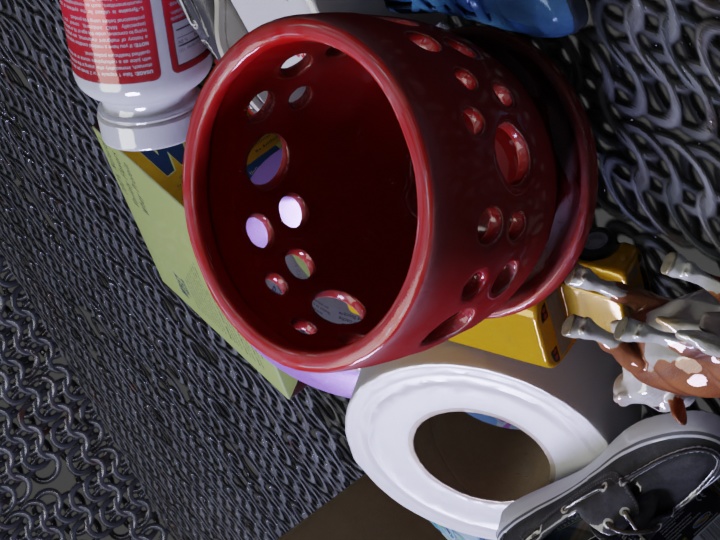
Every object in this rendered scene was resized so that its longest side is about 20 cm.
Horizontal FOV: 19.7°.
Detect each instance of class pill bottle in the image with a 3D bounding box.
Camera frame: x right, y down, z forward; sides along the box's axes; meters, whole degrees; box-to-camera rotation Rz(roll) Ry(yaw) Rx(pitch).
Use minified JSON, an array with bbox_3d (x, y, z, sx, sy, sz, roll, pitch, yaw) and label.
[{"bbox_3d":[-0.174,-0.200,1.600,0.112,0.112,0.201,33,136,52],"label":"pill bottle"}]

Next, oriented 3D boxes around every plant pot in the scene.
[{"bbox_3d":[0.023,-0.050,1.213,0.199,0.182,0.202,6,99,40],"label":"plant pot"}]

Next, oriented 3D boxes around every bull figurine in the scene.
[{"bbox_3d":[0.186,0.041,1.211,0.121,0.066,0.200,24,164,-19],"label":"bull figurine"}]

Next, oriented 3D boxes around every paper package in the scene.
[{"bbox_3d":[0.017,0.317,2.035,0.191,0.200,0.104,45,161,30],"label":"paper package"}]

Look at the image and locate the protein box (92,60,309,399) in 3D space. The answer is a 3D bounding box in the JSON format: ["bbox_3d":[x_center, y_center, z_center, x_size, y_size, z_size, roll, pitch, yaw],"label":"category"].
[{"bbox_3d":[-0.089,-0.044,1.719,0.200,0.135,0.199,40,159,40],"label":"protein box"}]

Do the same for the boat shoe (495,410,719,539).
[{"bbox_3d":[0.165,0.160,1.362,0.199,0.067,0.070,-31,127,34],"label":"boat shoe"}]

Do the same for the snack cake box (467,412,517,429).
[{"bbox_3d":[0.066,0.073,1.639,0.201,0.067,0.115,60,161,-19],"label":"snack cake box"}]

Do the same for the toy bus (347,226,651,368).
[{"bbox_3d":[0.086,0.007,1.338,0.199,0.078,0.065,15,140,34],"label":"toy bus"}]

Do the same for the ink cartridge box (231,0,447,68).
[{"bbox_3d":[-0.047,-0.226,1.325,0.201,0.083,0.147,61,163,-20],"label":"ink cartridge box"}]

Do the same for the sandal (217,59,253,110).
[{"bbox_3d":[-0.075,-0.212,1.464,0.055,0.081,0.201,-50,-58,-65],"label":"sandal"}]

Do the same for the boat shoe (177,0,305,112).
[{"bbox_3d":[-0.093,-0.195,1.425,0.063,0.072,0.201,6,125,61],"label":"boat shoe"}]

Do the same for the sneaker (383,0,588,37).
[{"bbox_3d":[0.049,-0.165,1.191,0.200,0.078,0.066,34,153,46],"label":"sneaker"}]

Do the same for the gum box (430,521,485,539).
[{"bbox_3d":[0.066,0.164,1.867,0.170,0.044,0.201,43,160,33],"label":"gum box"}]

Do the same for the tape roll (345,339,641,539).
[{"bbox_3d":[0.093,0.104,1.440,0.201,0.071,0.203,12,140,11],"label":"tape roll"}]

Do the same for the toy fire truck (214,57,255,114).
[{"bbox_3d":[-0.031,-0.119,1.560,0.142,0.049,0.200,58,164,-15],"label":"toy fire truck"}]

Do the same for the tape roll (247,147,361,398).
[{"bbox_3d":[0.000,0.000,1.485,0.199,0.066,0.201,10,132,12],"label":"tape roll"}]

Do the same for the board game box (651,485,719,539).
[{"bbox_3d":[0.171,0.247,1.457,0.057,0.200,0.165,47,162,13],"label":"board game box"}]
